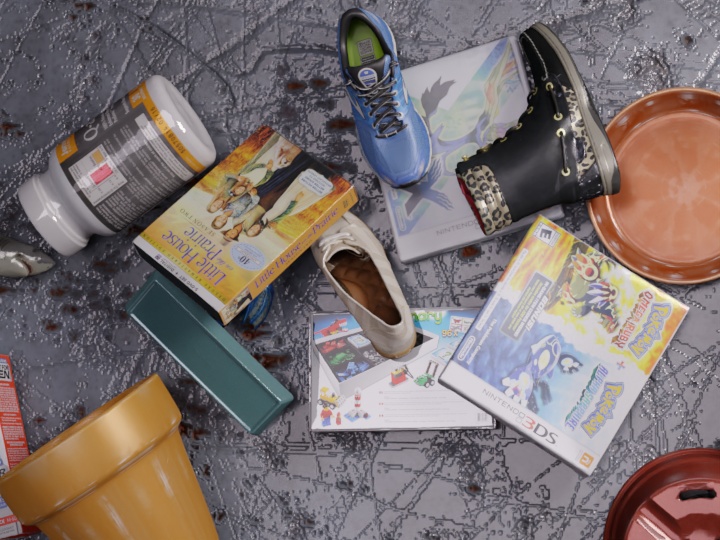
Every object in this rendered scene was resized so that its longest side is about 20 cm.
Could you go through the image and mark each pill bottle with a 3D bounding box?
[{"bbox_3d":[-0.264,-0.110,1.656,0.199,0.116,0.117,-35,78,6],"label":"pill bottle"}]

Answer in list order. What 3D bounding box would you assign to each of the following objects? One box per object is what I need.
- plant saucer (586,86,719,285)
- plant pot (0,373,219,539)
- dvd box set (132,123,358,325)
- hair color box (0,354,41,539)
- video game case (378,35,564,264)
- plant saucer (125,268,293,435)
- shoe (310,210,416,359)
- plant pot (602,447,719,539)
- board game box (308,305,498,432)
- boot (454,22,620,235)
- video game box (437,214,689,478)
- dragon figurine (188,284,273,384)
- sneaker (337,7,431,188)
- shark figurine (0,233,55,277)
[{"bbox_3d":[0.330,-0.085,1.563,0.198,0.032,0.203,-1,84,13],"label":"plant saucer"},{"bbox_3d":[-0.245,0.238,1.583,0.199,0.200,0.184,-33,93,7],"label":"plant pot"},{"bbox_3d":[-0.121,-0.052,1.605,0.200,0.030,0.146,-43,57,-17],"label":"dvd box set"},{"bbox_3d":[-0.427,0.203,1.683,0.110,0.064,0.202,-17,79,11],"label":"hair color box"},{"bbox_3d":[0.104,-0.128,1.623,0.180,0.022,0.202,-16,80,10],"label":"video game case"},{"bbox_3d":[-0.164,0.089,1.622,0.200,0.019,0.070,45,117,0],"label":"plant saucer"},{"bbox_3d":[0.000,0.000,1.595,0.069,0.053,0.201,-30,60,-3],"label":"shoe"},{"bbox_3d":[0.322,0.267,1.439,0.198,0.195,0.203,-2,83,12],"label":"plant pot"},{"bbox_3d":[0.044,0.104,1.602,0.198,0.035,0.128,-2,82,12],"label":"board game box"},{"bbox_3d":[0.161,-0.144,1.555,0.152,0.074,0.205,-22,68,1],"label":"boot"},{"bbox_3d":[0.204,0.076,1.545,0.181,0.047,0.201,32,84,4],"label":"video game box"},{"bbox_3d":[-0.131,0.029,1.638,0.098,0.059,0.202,11,85,14],"label":"dragon figurine"},{"bbox_3d":[0.015,-0.180,1.592,0.078,0.089,0.202,-21,80,11],"label":"sneaker"},{"bbox_3d":[-0.449,-0.064,1.701,0.127,0.214,0.090,-25,35,36],"label":"shark figurine"}]
